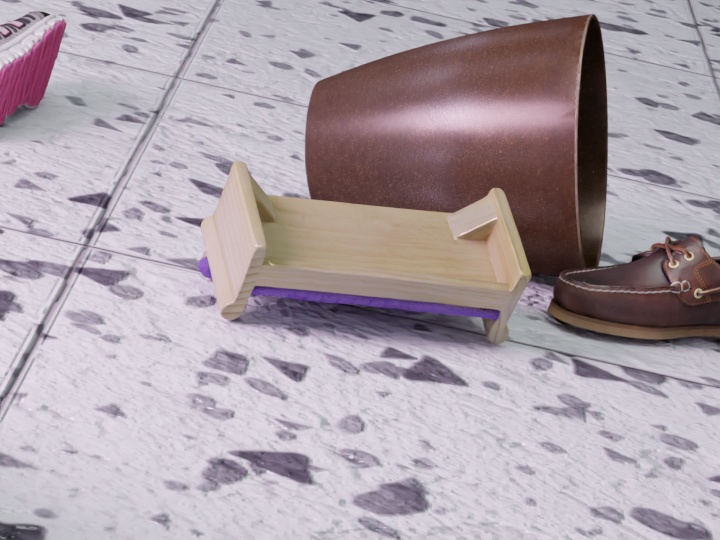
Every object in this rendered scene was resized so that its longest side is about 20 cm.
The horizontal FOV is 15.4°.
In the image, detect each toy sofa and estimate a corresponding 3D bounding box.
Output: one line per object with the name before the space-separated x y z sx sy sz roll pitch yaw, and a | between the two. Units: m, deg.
toy sofa | 0.000 0.000 1.703 0.199 0.098 0.083 6 43 -22

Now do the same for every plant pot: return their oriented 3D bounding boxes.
plant pot | 0.067 -0.087 1.880 0.199 0.188 0.187 1 15 11

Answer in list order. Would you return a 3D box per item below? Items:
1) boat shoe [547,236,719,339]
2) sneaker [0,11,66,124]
boat shoe | 0.222 0.009 1.827 0.199 0.071 0.070 2 21 -27
sneaker | -0.284 -0.159 1.981 0.087 0.074 0.200 21 23 7
